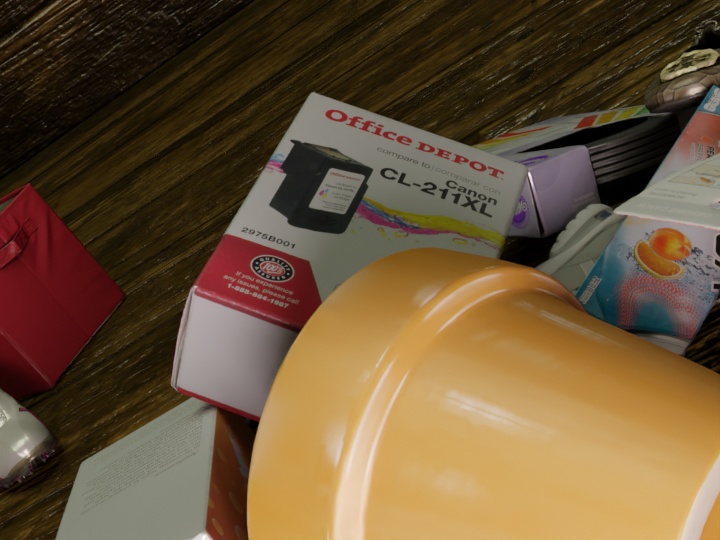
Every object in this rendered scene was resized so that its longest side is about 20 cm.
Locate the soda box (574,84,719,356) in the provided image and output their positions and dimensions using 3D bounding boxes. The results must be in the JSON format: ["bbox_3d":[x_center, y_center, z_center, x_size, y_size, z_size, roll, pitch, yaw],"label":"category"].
[{"bbox_3d":[0.176,-0.013,0.742,0.200,0.064,0.068,-52,-16,-35],"label":"soda box"}]

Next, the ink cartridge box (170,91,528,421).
[{"bbox_3d":[0.000,0.000,0.760,0.200,0.146,0.083,-66,-7,-48],"label":"ink cartridge box"}]

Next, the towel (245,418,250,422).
[{"bbox_3d":[-0.042,0.045,1.007,0.149,0.031,0.200,-46,-3,-21],"label":"towel"}]

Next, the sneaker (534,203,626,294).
[{"bbox_3d":[0.128,0.034,0.772,0.082,0.075,0.200,19,51,29],"label":"sneaker"}]

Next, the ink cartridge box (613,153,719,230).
[{"bbox_3d":[0.249,-0.036,0.644,0.200,0.047,0.160,-25,22,-27],"label":"ink cartridge box"}]

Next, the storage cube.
[{"bbox_3d":[-0.420,0.038,1.569,0.200,0.180,0.171,-20,27,39],"label":"storage cube"}]

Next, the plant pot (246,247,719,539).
[{"bbox_3d":[0.086,0.100,0.571,0.183,0.200,0.200,11,50,43],"label":"plant pot"}]

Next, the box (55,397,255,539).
[{"bbox_3d":[-0.082,0.160,0.682,0.097,0.124,0.200,-31,15,4],"label":"box"}]

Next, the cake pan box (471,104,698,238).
[{"bbox_3d":[0.134,-0.070,0.940,0.184,0.052,0.200,-23,12,-27],"label":"cake pan box"}]

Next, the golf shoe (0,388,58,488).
[{"bbox_3d":[-0.367,0.159,1.344,0.073,0.092,0.200,-44,22,-20],"label":"golf shoe"}]

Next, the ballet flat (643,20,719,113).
[{"bbox_3d":[0.225,-0.136,0.878,0.067,0.046,0.200,-9,10,26],"label":"ballet flat"}]
